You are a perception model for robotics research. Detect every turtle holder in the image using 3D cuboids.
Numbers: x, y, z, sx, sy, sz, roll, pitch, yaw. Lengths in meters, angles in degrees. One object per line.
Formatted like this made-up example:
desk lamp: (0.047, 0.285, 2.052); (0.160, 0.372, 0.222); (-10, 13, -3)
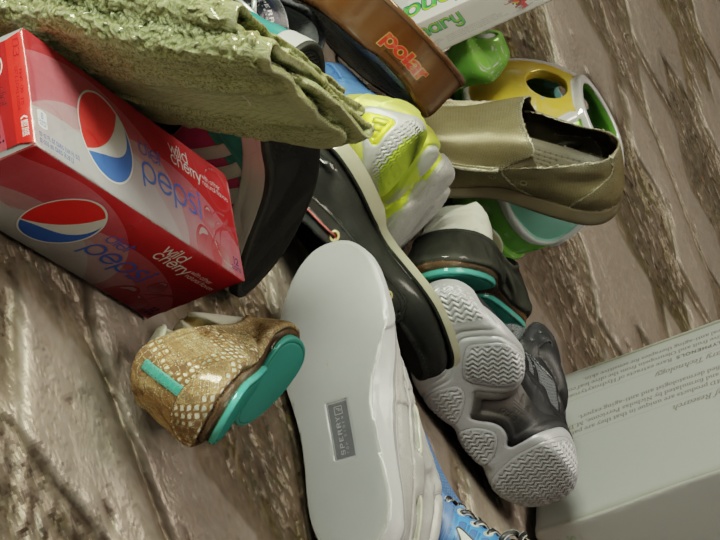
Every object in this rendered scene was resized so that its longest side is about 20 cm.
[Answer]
turtle holder: (0.111, -0.102, 1.849); (0.186, 0.131, 0.141); (64, 22, -14)

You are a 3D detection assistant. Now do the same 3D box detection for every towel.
towel: (-0.103, -0.104, 1.247); (0.148, 0.199, 0.037); (38, 69, -60)

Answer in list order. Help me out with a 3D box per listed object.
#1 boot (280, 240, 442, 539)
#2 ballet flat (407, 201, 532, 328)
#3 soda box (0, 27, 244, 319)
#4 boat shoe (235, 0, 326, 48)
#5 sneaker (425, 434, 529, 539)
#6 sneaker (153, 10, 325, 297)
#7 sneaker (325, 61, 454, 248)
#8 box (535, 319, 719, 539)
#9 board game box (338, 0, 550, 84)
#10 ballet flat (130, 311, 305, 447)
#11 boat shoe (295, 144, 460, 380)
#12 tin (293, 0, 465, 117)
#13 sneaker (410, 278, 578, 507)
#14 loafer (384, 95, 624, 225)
boot: (0.003, 0.089, 1.505); (0.096, 0.073, 0.201); (42, 42, -61)
ballet flat: (0.071, -0.006, 1.743); (0.200, 0.068, 0.069); (43, 42, -70)
soda box: (-0.137, -0.044, 1.272); (0.200, 0.063, 0.070); (35, 39, -56)
boat shoe: (-0.077, -0.143, 1.506); (0.200, 0.068, 0.072); (6, 65, -67)
sneaker: (0.077, 0.179, 1.538); (0.200, 0.089, 0.079); (61, 17, 19)
sneaker: (-0.091, -0.078, 1.398); (0.084, 0.121, 0.200); (-45, 159, -36)
sneaker: (0.001, -0.083, 1.636); (0.105, 0.076, 0.200); (43, -12, 16)
box: (0.256, 0.173, 1.856); (0.199, 0.200, 0.172); (57, 22, -30)
board game box: (0.077, -0.217, 1.776); (0.035, 0.200, 0.126); (49, 27, -37)
ballet flat: (-0.076, 0.047, 1.324); (0.065, 0.071, 0.200); (33, 4, 5)
boat shoe: (-0.002, -0.001, 1.576); (0.074, 0.063, 0.202); (28, -24, 51)
tin: (0.001, -0.157, 1.632); (0.112, 0.042, 0.200); (49, -3, -22)
sneaker: (0.088, 0.063, 1.726); (0.114, 0.075, 0.200); (-89, 153, -52)
loafer: (0.092, -0.089, 1.738); (0.076, 0.199, 0.068); (-90, -165, -46)
